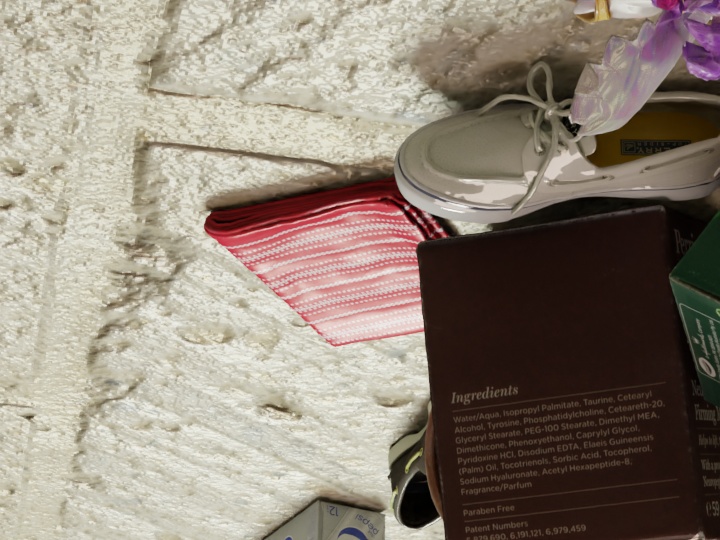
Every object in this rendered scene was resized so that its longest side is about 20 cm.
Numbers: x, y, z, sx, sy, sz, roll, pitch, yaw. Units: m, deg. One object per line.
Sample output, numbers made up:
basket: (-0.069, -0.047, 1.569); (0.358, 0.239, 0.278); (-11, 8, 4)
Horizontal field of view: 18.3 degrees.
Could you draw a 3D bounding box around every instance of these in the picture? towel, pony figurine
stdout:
towel: (0.000, 0.000, 1.499); (0.144, 0.023, 0.200); (-10, 151, 23)
pony figurine: (0.174, -0.139, 1.083); (0.199, 0.167, 0.193); (7, -179, 19)

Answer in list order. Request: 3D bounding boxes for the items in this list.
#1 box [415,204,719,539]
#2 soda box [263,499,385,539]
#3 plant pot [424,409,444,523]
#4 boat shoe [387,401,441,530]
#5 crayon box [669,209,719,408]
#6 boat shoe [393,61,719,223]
box: (0.146, 0.076, 1.392); (0.164, 0.201, 0.166); (-9, 172, 23)
soda box: (-0.050, 0.268, 1.975); (0.068, 0.064, 0.200); (14, 151, -23)
plant pot: (0.180, 0.141, 1.589); (0.200, 0.201, 0.198); (-13, 156, 27)
boat shoe: (0.075, 0.143, 1.727); (0.071, 0.061, 0.201); (10, 152, -15)
crayon box: (0.262, -0.023, 1.288); (0.051, 0.200, 0.126); (27, 156, 34)
boat shoe: (0.120, -0.076, 1.284); (0.201, 0.075, 0.086); (-1, 154, -1)
